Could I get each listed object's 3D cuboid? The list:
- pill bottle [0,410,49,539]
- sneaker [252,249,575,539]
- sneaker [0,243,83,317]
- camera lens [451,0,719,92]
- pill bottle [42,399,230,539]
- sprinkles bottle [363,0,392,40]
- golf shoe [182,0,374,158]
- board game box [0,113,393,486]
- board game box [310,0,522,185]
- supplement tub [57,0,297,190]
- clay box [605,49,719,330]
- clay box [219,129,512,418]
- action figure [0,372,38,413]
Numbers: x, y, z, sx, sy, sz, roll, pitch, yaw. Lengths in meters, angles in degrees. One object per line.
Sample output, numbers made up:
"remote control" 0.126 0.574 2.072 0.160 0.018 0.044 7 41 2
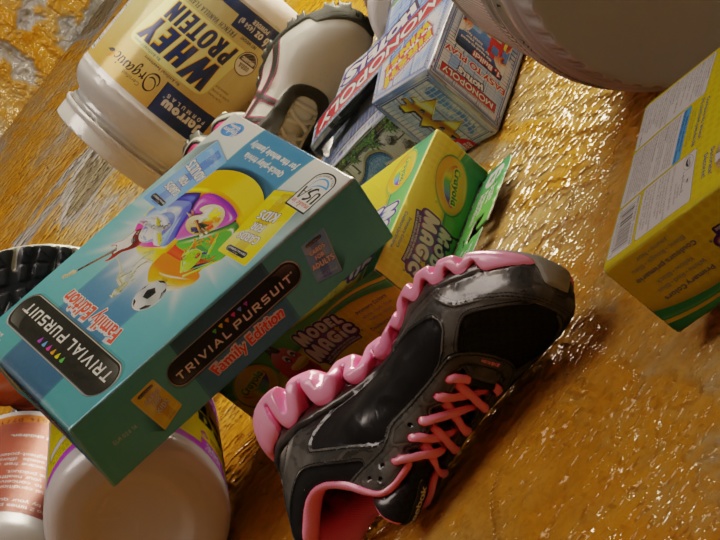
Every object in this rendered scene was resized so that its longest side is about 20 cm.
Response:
"pill bottle" -0.212 0.178 1.310 0.112 0.112 0.200 -47 16 17
"sneaker" 0.029 0.068 0.990 0.200 0.079 0.096 -41 41 36
"sneaker" -0.152 0.019 1.288 0.198 0.078 0.086 -11 -5 -9
"camera lens" 0.122 -0.177 1.065 0.160 0.160 0.200 -50 16 4
"pill bottle" -0.132 0.109 1.253 0.104 0.104 0.200 -49 17 9
"sprinkles bottle" 0.032 -0.207 1.546 0.068 0.068 0.200 -48 16 11
"golf shoe" -0.053 -0.110 1.602 0.200 0.077 0.088 -48 35 26
"board game box" -0.100 0.010 1.174 0.200 0.047 0.151 -42 32 -12
"board game box" 0.036 -0.118 1.358 0.200 0.062 0.200 -44 17 26
"supplement tub" -0.156 -0.178 1.867 0.200 0.144 0.144 -51 16 5
"clay box" 0.186 -0.072 0.839 0.200 0.048 0.115 -38 21 39
"clay box" 0.000 0.000 1.226 0.200 0.048 0.115 -36 23 46
"action figure" -0.193 0.061 1.423 0.199 0.194 0.105 -24 54 11
